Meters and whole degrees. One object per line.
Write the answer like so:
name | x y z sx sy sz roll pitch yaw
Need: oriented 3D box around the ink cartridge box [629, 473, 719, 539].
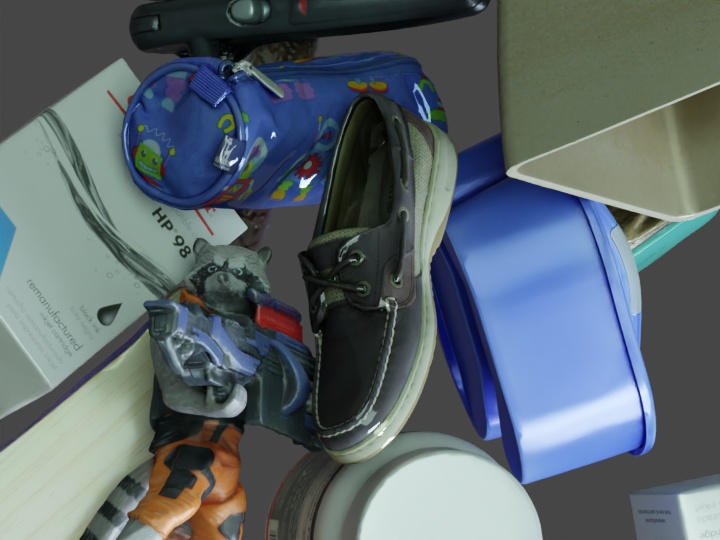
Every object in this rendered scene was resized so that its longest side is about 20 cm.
ink cartridge box | 0.246 0.208 1.591 0.146 0.083 0.201 -11 88 -14

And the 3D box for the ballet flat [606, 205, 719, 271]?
ballet flat | 0.196 -0.060 1.616 0.200 0.068 0.072 -27 73 -10

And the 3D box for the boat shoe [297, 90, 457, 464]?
boat shoe | 0.000 0.000 1.428 0.065 0.072 0.201 37 52 -36

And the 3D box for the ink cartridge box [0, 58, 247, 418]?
ink cartridge box | -0.144 -0.028 1.485 0.116 0.067 0.200 53 52 -6

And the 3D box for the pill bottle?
pill bottle | 0.023 0.140 1.484 0.113 0.200 0.114 1 86 -13

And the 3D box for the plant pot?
plant pot | 0.179 -0.150 1.430 0.200 0.200 0.178 -23 72 28

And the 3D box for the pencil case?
pencil case | -0.035 -0.076 1.497 0.078 0.200 0.087 49 120 24

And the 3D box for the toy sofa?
toy sofa | -0.132 0.102 1.511 0.200 0.083 0.098 -41 92 -12

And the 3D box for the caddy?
caddy | 0.100 0.015 1.530 0.105 0.141 0.201 -22 114 -10

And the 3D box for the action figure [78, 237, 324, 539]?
action figure | -0.092 0.071 1.416 0.104 0.200 0.194 8 71 28

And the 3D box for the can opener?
can opener | -0.029 -0.143 1.533 0.199 0.063 0.079 -1 98 15
